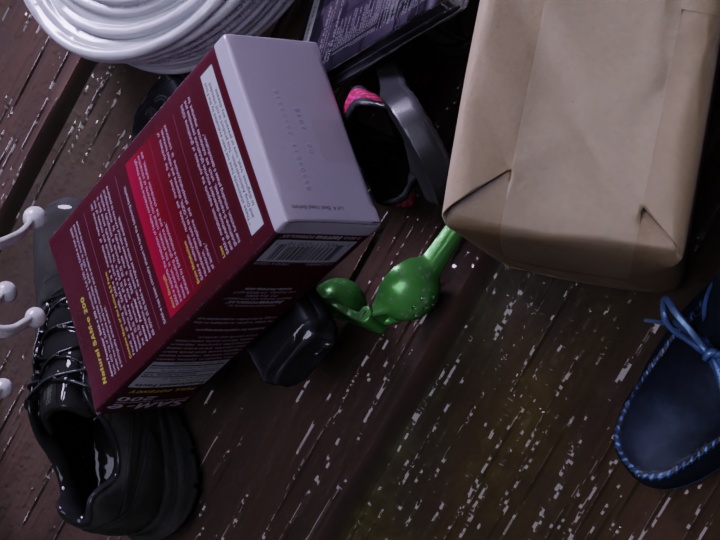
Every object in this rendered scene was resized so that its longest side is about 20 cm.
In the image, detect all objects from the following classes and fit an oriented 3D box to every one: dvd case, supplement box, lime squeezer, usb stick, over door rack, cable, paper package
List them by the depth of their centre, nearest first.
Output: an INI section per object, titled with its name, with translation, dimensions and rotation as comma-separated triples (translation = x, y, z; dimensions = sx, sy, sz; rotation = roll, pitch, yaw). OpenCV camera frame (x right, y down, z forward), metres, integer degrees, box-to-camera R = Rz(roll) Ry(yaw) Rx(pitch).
[paper package]
translation = 0.112, -0.092, 0.878
dimensions = 0.103, 0.200, 0.191
rotation = 9, 89, 11
[dvd case]
translation = 0.021, -0.171, 0.950
dimensions = 0.200, 0.016, 0.149
rotation = -20, 53, 65
[supplement box]
translation = -0.081, -0.019, 0.980
dimensions = 0.200, 0.061, 0.109
rotation = -41, 59, 43
[lime squeezer]
translation = 0.000, 0.000, 1.025
dimensions = 0.199, 0.038, 0.071
rotation = -21, 77, 25
[usb stick]
translation = -0.071, -0.024, 1.044
dimensions = 0.056, 0.033, 0.200
rotation = -52, 53, 31
[cable]
translation = -0.108, -0.209, 1.067
dimensions = 0.200, 0.069, 0.200
rotation = -51, 61, 12
[over door rack]
translation = -0.237, -0.006, 1.102
dimensions = 0.200, 0.066, 0.148
rotation = 63, 141, 29

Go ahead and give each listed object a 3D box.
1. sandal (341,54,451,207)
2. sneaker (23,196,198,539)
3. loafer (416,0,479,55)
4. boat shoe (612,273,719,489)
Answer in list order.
[sandal]
translation = 0.014, -0.062, 0.936
dimensions = 0.045, 0.200, 0.075
rotation = -30, 96, 4
[sneaker]
translation = -0.148, 0.052, 1.067
dimensions = 0.076, 0.091, 0.201
rotation = -23, 75, 25
[loafer]
translation = 0.063, -0.213, 0.995
dimensions = 0.072, 0.063, 0.201
rotation = 16, 94, 28
[boat shoe]
translation = 0.184, 0.019, 0.914
dimensions = 0.084, 0.069, 0.200
rotation = 40, 104, 23
